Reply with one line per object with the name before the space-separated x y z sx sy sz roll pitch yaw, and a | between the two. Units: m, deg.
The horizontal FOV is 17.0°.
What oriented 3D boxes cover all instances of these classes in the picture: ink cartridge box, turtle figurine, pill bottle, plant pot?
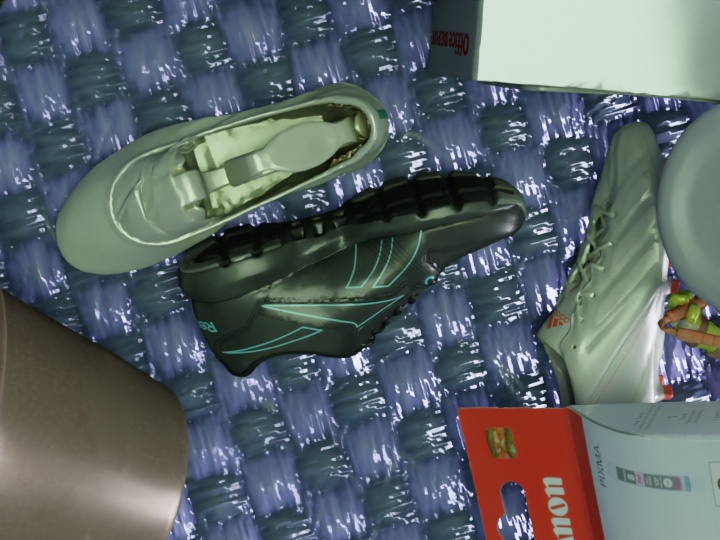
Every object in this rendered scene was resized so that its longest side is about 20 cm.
ink cartridge box | 0.152 0.154 1.326 0.198 0.057 0.164 -4 112 23
turtle figurine | 0.248 0.054 1.346 0.198 0.162 0.065 19 111 -6
ink cartridge box | 0.123 -0.195 1.308 0.143 0.145 0.202 5 97 -9
pill bottle | 0.256 -0.037 1.315 0.199 0.115 0.117 -5 96 -53
plant pot | -0.190 0.096 1.283 0.174 0.200 0.202 18 94 -27

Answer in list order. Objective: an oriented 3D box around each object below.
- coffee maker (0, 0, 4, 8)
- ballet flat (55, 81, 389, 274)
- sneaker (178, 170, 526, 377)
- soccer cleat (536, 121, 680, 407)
coffee maker | -0.107 -0.197 1.294 0.198 0.135 0.194 5 119 -8
ballet flat | -0.077 -0.055 1.333 0.199 0.069 0.070 -22 99 -6
sneaker | 0.000 0.000 1.357 0.198 0.075 0.080 -16 108 2
soccer cleat | 0.140 0.016 1.376 0.077 0.069 0.202 1 99 -6
